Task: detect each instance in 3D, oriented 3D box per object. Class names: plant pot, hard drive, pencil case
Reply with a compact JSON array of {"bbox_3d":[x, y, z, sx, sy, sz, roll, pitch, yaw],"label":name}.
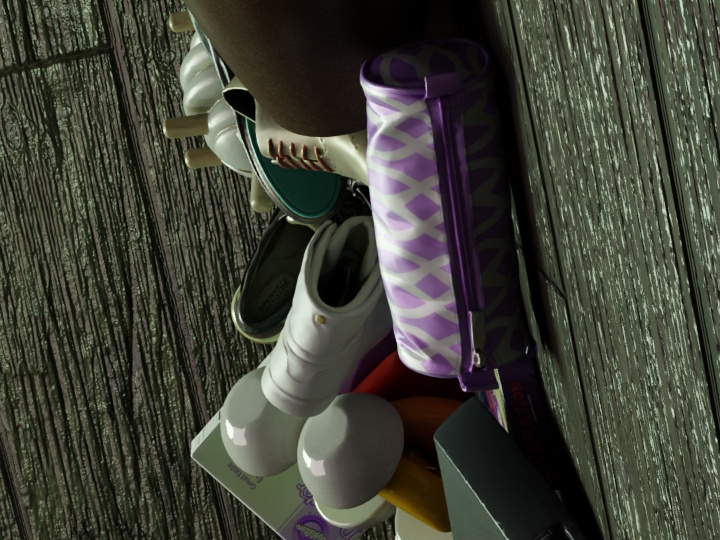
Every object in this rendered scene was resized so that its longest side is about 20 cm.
[{"bbox_3d":[-0.032,-0.184,1.198,0.188,0.185,0.201,-105,0,-49],"label":"plant pot"},{"bbox_3d":[0.099,0.177,1.240,0.200,0.042,0.136,-127,22,-57],"label":"hard drive"},{"bbox_3d":[0.048,-0.031,1.185,0.086,0.083,0.202,-98,-3,-65],"label":"pencil case"}]

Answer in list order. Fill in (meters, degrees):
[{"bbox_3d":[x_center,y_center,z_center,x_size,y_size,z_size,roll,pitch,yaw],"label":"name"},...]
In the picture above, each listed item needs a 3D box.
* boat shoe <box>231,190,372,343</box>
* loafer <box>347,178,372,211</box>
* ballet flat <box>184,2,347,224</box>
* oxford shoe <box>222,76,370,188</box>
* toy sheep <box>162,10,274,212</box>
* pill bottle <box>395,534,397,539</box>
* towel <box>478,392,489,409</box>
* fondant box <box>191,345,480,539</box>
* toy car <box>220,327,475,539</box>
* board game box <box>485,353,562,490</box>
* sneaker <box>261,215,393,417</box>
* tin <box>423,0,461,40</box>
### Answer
[{"bbox_3d":[-0.032,-0.032,1.595,0.201,0.073,0.065,-62,2,-2],"label":"boat shoe"},{"bbox_3d":[0.021,-0.057,1.408,0.200,0.071,0.064,148,137,-79],"label":"loafer"},{"bbox_3d":[-0.063,-0.125,1.411,0.073,0.073,0.201,127,119,-87],"label":"ballet flat"},{"bbox_3d":[-0.021,-0.079,1.300,0.200,0.074,0.071,46,166,51],"label":"oxford shoe"},{"bbox_3d":[-0.071,-0.133,1.508,0.138,0.136,0.202,83,-174,-69],"label":"toy sheep"},{"bbox_3d":[0.086,0.298,1.771,0.201,0.110,0.112,-105,3,-49],"label":"pill bottle"},{"bbox_3d":[0.097,0.097,1.493,0.145,0.024,0.202,84,173,-66],"label":"towel"},{"bbox_3d":[-0.015,0.113,1.621,0.144,0.200,0.058,42,-177,-8],"label":"fondant box"},{"bbox_3d":[0.012,0.109,1.497,0.199,0.151,0.175,16,166,44],"label":"toy car"},{"bbox_3d":[0.090,0.044,1.341,0.120,0.032,0.202,57,-160,-85],"label":"board game box"},{"bbox_3d":[0.000,0.000,1.429,0.201,0.073,0.116,-64,-2,-50],"label":"sneaker"},{"bbox_3d":[0.030,-0.197,1.340,0.112,0.041,0.202,70,-173,-76],"label":"tin"}]
